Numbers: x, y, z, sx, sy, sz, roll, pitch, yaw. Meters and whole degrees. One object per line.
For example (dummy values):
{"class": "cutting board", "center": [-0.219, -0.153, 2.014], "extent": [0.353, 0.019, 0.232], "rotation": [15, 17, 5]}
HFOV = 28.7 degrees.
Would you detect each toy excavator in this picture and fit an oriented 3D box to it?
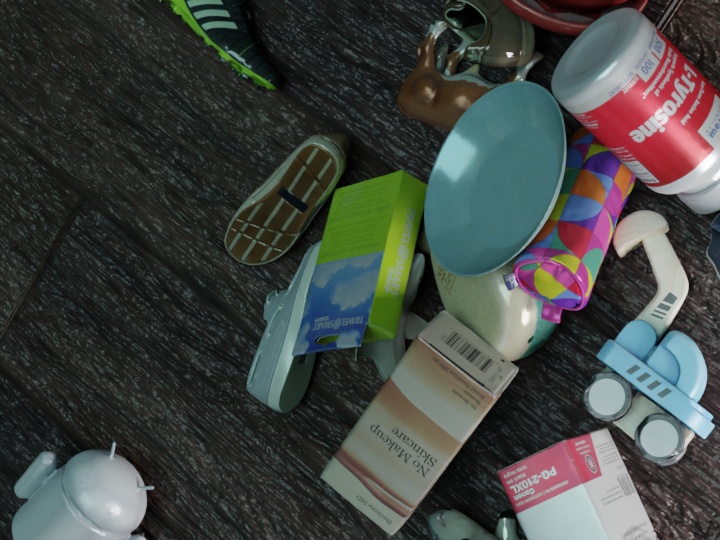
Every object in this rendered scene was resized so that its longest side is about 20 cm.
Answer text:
{"class": "toy excavator", "center": [0.295, 0.068, 1.402], "extent": [0.194, 0.100, 0.200], "rotation": [39, 91, 19]}

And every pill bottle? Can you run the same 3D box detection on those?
{"class": "pill bottle", "center": [0.287, -0.147, 1.346], "extent": [0.200, 0.112, 0.112], "rotation": [39, 109, -21]}

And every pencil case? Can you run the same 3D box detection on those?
{"class": "pencil case", "center": [0.215, -0.052, 1.391], "extent": [0.088, 0.089, 0.200], "rotation": [14, 58, 24]}

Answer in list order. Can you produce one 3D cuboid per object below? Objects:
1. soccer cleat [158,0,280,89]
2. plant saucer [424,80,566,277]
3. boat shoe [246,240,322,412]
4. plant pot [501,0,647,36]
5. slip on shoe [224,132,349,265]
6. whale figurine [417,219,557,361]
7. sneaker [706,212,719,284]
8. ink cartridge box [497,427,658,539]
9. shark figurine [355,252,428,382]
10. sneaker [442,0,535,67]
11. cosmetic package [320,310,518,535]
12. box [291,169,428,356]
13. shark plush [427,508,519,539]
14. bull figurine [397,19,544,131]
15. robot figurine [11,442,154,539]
{"class": "soccer cleat", "center": [-0.153, -0.289, 1.626], "extent": [0.081, 0.068, 0.200], "rotation": [-46, 71, 4]}
{"class": "plant saucer", "center": [0.141, -0.085, 1.378], "extent": [0.201, 0.039, 0.202], "rotation": [-32, 49, 44]}
{"class": "boat shoe", "center": [-0.081, 0.056, 1.578], "extent": [0.071, 0.070, 0.202], "rotation": [20, 95, 29]}
{"class": "plant pot", "center": [0.222, -0.346, 1.365], "extent": [0.200, 0.200, 0.183], "rotation": [45, 147, 19]}
{"class": "slip on shoe", "center": [-0.081, -0.083, 1.591], "extent": [0.076, 0.061, 0.200], "rotation": [38, 124, -2]}
{"class": "whale figurine", "center": [0.136, 0.003, 1.474], "extent": [0.200, 0.103, 0.160], "rotation": [54, 143, 39]}
{"class": "sneaker", "center": [0.425, -0.006, 1.334], "extent": [0.146, 0.077, 0.202], "rotation": [-49, 61, 4]}
{"class": "ink cartridge box", "center": [0.232, 0.267, 1.387], "extent": [0.084, 0.145, 0.201], "rotation": [-29, 77, 23]}
{"class": "shark figurine", "center": [0.033, 0.099, 1.511], "extent": [0.128, 0.089, 0.215], "rotation": [-12, 96, 38]}
{"class": "sneaker", "center": [0.116, -0.288, 1.452], "extent": [0.071, 0.075, 0.201], "rotation": [102, 156, -46]}
{"class": "cosmetic package", "center": [0.058, 0.154, 1.419], "extent": [0.103, 0.087, 0.200], "rotation": [36, 117, 9]}
{"class": "box", "center": [0.000, 0.000, 1.491], "extent": [0.122, 0.048, 0.201], "rotation": [-12, 57, 49]}
{"class": "shark plush", "center": [0.142, 0.341, 1.493], "extent": [0.083, 0.091, 0.201], "rotation": [-25, 100, 42]}
{"class": "bull figurine", "center": [0.134, -0.181, 1.489], "extent": [0.199, 0.065, 0.122], "rotation": [23, 94, 20]}
{"class": "robot figurine", "center": [-0.332, 0.290, 1.665], "extent": [0.170, 0.113, 0.200], "rotation": [44, 108, -10]}
